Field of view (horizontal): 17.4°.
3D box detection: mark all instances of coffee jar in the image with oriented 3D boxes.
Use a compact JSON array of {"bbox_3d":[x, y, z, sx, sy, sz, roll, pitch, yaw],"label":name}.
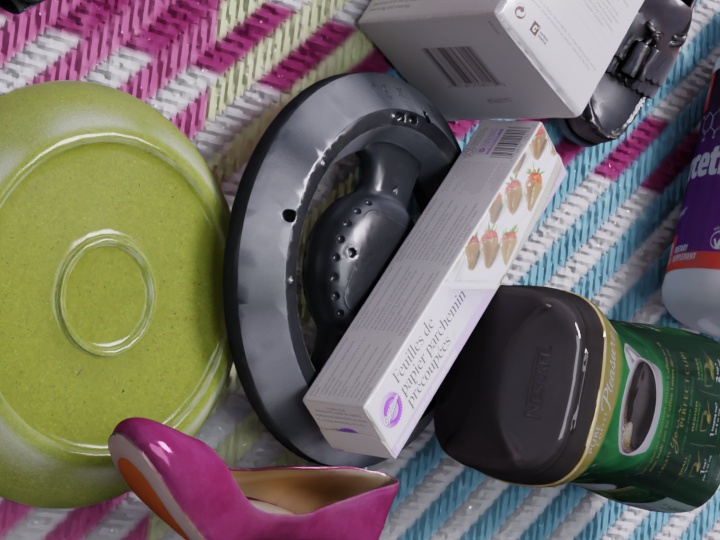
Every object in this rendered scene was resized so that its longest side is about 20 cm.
[{"bbox_3d":[0.120,0.069,1.251,0.200,0.085,0.104,18,81,-54],"label":"coffee jar"}]

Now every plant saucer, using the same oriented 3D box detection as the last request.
[{"bbox_3d":[-0.125,0.012,1.090,0.200,0.031,0.200,-2,93,-43],"label":"plant saucer"}]

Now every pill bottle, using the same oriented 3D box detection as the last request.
[{"bbox_3d":[0.248,-0.059,1.367,0.112,0.112,0.200,24,75,-40],"label":"pill bottle"}]

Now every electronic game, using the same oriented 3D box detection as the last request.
[{"bbox_3d":[0.000,0.000,1.187,0.200,0.042,0.200,-7,99,-51],"label":"electronic game"}]

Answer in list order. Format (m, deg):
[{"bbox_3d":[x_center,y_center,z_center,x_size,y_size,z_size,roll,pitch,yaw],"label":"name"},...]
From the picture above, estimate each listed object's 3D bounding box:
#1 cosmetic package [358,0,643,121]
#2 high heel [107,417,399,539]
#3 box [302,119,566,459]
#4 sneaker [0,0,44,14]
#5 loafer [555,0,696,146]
[{"bbox_3d":[0.099,-0.181,1.234,0.085,0.108,0.200,47,63,-32],"label":"cosmetic package"},{"bbox_3d":[-0.045,0.096,1.104,0.096,0.067,0.200,-47,140,-9],"label":"high heel"},{"bbox_3d":[0.040,0.005,1.173,0.200,0.041,0.039,-58,134,-32],"label":"box"},{"bbox_3d":[-0.147,-0.164,1.051,0.200,0.076,0.088,-22,120,-36],"label":"sneaker"},{"bbox_3d":[0.162,-0.165,1.319,0.072,0.063,0.200,30,72,-38],"label":"loafer"}]
